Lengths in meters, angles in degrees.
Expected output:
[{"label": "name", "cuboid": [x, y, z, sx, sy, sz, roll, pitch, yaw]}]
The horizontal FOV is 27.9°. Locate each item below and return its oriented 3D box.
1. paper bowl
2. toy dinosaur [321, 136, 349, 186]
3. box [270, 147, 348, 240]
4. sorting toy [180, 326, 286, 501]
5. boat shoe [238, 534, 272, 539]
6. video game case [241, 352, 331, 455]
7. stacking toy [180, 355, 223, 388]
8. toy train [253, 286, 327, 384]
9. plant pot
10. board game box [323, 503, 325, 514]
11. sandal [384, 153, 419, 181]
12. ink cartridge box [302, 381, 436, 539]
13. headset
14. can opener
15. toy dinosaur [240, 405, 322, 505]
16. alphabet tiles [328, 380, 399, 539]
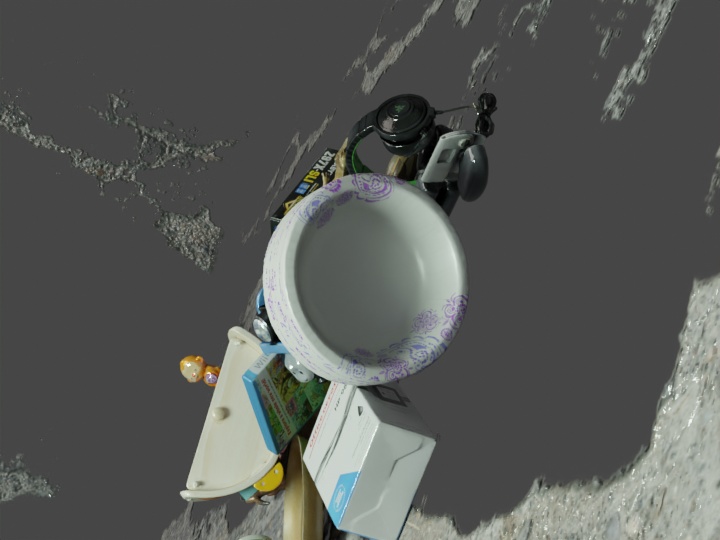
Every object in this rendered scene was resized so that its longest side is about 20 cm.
[{"label": "paper bowl", "cuboid": [-0.001, 0.012, 1.425, 0.104, 0.199, 0.203, -17, 53, 66]}, {"label": "toy dinosaur", "cuboid": [-0.014, -0.049, 1.689, 0.101, 0.058, 0.203, -12, 95, 69]}, {"label": "box", "cuboid": [-0.056, -0.030, 1.867, 0.160, 0.049, 0.202, -52, -29, -43]}, {"label": "sorting toy", "cuboid": [-0.138, 0.193, 1.715, 0.180, 0.105, 0.203, 122, 165, -73]}, {"label": "boat shoe", "cuboid": [-0.115, 0.386, 1.605, 0.062, 0.074, 0.203, -100, 14, -61]}, {"label": "video game case", "cuboid": [-0.049, 0.091, 1.605, 0.200, 0.018, 0.144, -48, -32, -26]}, {"label": "stacking toy", "cuboid": [-0.143, 0.155, 1.894, 0.110, 0.198, 0.117, -85, 20, -53]}, {"label": "toy train", "cuboid": [-0.020, 0.036, 1.522, 0.199, 0.115, 0.086, -35, 12, -28]}, {"label": "plant pot", "cuboid": [-0.064, 0.286, 1.630, 0.200, 0.027, 0.203, -177, 90, -82]}, {"label": "board game box", "cuboid": [-0.012, 0.167, 1.608, 0.096, 0.030, 0.202, -118, 46, -74]}, {"label": "sandal", "cuboid": [0.011, -0.075, 1.849, 0.080, 0.054, 0.202, -25, -35, -61]}, {"label": "ink cartridge box", "cuboid": [0.001, 0.172, 1.451, 0.200, 0.066, 0.117, -130, 59, -67]}, {"label": "headset", "cuboid": [0.070, -0.134, 1.590, 0.199, 0.123, 0.095, -31, 37, 34]}, {"label": "can opener", "cuboid": [0.086, -0.072, 1.543, 0.201, 0.053, 0.068, 113, 147, -50]}, {"label": "toy dinosaur", "cuboid": [-0.065, 0.197, 1.759, 0.201, 0.085, 0.136, -59, 15, 31]}, {"label": "alphabet tiles", "cuboid": [0.005, 0.185, 1.585, 0.201, 0.007, 0.169, 120, 161, -54]}]
